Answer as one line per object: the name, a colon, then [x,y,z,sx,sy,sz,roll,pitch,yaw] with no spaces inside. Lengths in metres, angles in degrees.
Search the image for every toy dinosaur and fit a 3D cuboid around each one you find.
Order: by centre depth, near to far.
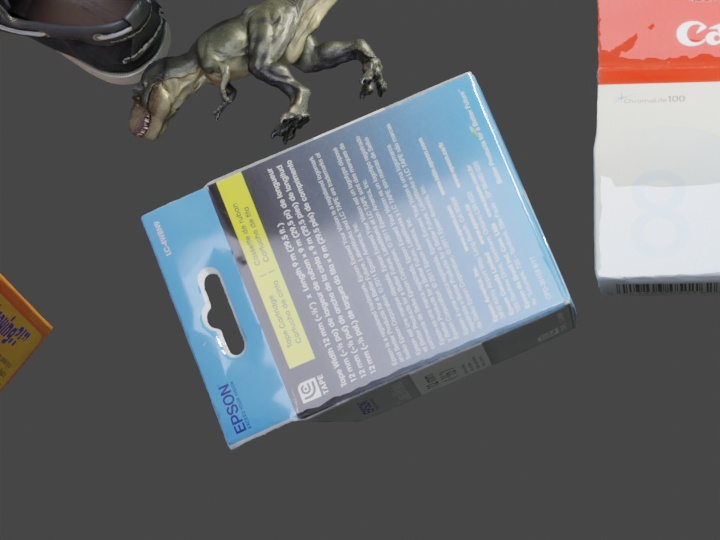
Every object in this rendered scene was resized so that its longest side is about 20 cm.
toy dinosaur: [-0.037,-0.123,1.683,0.200,0.047,0.088,-34,68,-5]

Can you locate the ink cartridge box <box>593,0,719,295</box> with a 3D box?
ink cartridge box: [0.207,-0.088,1.640,0.159,0.047,0.201,-1,78,7]

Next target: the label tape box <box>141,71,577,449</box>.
label tape box: [0.000,0.000,1.637,0.199,0.066,0.144,-24,74,4]

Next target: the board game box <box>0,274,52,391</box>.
board game box: [-0.320,0.024,1.600,0.200,0.200,0.200,39,83,15]

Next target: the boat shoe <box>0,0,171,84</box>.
boat shoe: [-0.202,-0.172,1.704,0.199,0.068,0.072,23,80,14]
